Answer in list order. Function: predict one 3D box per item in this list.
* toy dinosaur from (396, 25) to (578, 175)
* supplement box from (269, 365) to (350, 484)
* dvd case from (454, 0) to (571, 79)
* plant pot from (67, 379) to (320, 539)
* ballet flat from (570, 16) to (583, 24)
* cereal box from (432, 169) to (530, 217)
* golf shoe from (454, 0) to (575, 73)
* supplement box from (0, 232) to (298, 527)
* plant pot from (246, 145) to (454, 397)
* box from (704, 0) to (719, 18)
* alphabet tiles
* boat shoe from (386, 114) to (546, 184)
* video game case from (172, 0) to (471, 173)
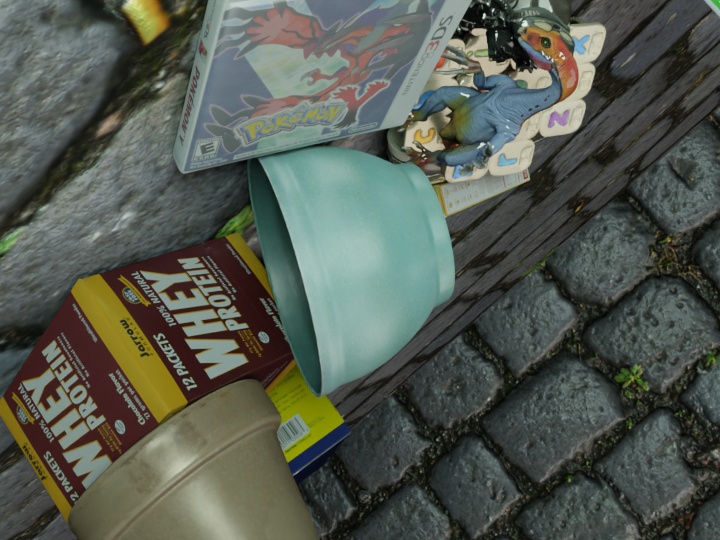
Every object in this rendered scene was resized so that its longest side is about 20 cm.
[{"bbox_3d":[0.105,-0.142,0.794,0.179,0.107,0.199,-13,-174,32],"label":"toy dinosaur"},{"bbox_3d":[-0.120,0.147,1.092,0.109,0.201,0.109,-30,166,-31],"label":"supplement box"},{"bbox_3d":[0.147,-0.241,0.938,0.200,0.016,0.148,-42,168,17],"label":"dvd case"},{"bbox_3d":[-0.115,0.219,0.807,0.199,0.175,0.201,-37,166,-10],"label":"plant pot"},{"bbox_3d":[0.173,-0.207,1.054,0.199,0.068,0.076,-42,147,-11],"label":"ballet flat"},{"bbox_3d":[0.087,-0.089,1.099,0.142,0.040,0.199,-9,-170,38],"label":"cereal box"},{"bbox_3d":[0.100,-0.228,0.751,0.077,0.097,0.198,2,172,39],"label":"golf shoe"},{"bbox_3d":[-0.185,0.095,0.881,0.198,0.134,0.199,-47,165,34],"label":"supplement box"},{"bbox_3d":[-0.003,-0.013,0.797,0.132,0.204,0.201,-16,162,-12],"label":"plant pot"},{"bbox_3d":[0.327,-0.312,0.837,0.198,0.178,0.097,-25,163,-46],"label":"box"},{"bbox_3d":[0.132,-0.171,0.906,0.192,0.015,0.203,-11,135,-17],"label":"alphabet tiles"},{"bbox_3d":[0.120,-0.136,0.995,0.196,0.072,0.060,-18,140,-14],"label":"boat shoe"},{"bbox_3d":[-0.024,-0.144,0.669,0.197,0.023,0.183,-16,158,-27],"label":"video game case"}]
